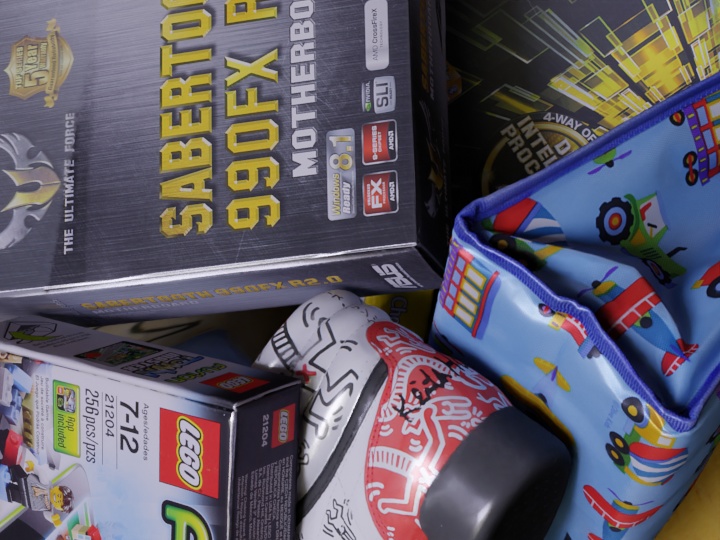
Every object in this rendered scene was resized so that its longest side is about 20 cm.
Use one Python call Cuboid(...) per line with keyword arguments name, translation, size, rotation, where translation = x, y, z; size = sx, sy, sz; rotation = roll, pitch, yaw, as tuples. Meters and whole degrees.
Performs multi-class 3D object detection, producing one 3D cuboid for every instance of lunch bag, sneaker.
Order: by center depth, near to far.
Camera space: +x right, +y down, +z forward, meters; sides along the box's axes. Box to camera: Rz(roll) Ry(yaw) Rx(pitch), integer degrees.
Cuboid(name="sneaker", translation=(-0.015, 0.104, 0.635), size=(0.108, 0.067, 0.203), rotation=(38, 121, 25))
Cuboid(name="lunch bag", translation=(0.118, -0.006, 0.649), size=(0.094, 0.200, 0.151), rotation=(42, 155, 18))

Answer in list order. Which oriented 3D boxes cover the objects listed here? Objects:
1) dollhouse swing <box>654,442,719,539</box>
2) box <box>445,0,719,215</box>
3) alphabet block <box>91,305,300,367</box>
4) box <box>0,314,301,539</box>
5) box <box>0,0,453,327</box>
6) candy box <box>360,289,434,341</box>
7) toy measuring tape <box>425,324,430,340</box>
Cuboid(name="dollhouse swing", translation=(0.125, 0.130, 0.781), size=(0.198, 0.176, 0.184), rotation=(-9, 62, 8))
Cuboid(name="box", translation=(0.069, -0.111, 0.715), size=(0.160, 0.049, 0.201), rotation=(-33, 92, 6))
Cuboid(name="alphabet block", translation=(-0.094, 0.126, 0.769), size=(0.193, 0.200, 0.198), rotation=(-16, 97, 5))
Cuboid(name="box", translation=(-0.074, 0.123, 0.616), size=(0.109, 0.035, 0.202), rotation=(10, 105, 32))
Cuboid(name="box", translation=(-0.051, -0.087, 0.653), size=(0.157, 0.048, 0.202), rotation=(-6, 72, 16))
Cuboid(name="candy box", translation=(0.000, 0.000, 0.748), size=(0.026, 0.200, 0.103), rotation=(6, 113, -7))
Cuboid(name="toy measuring tape", translation=(0.044, 0.102, 0.848), size=(0.073, 0.074, 0.202), rotation=(-5, 119, 30))
